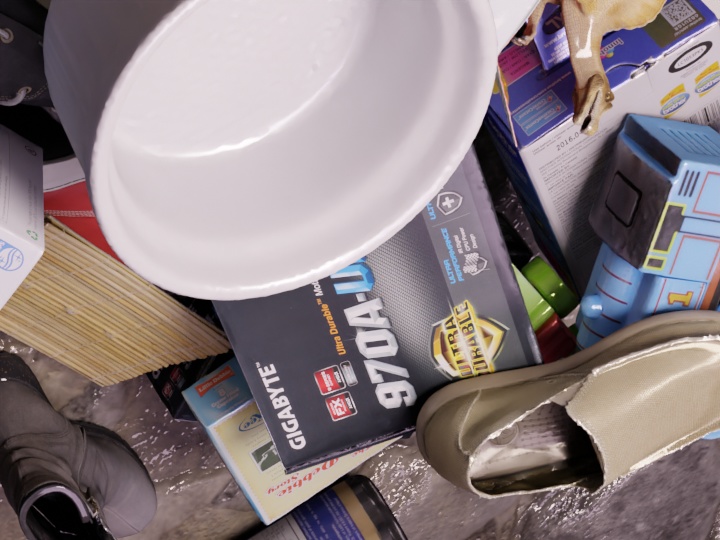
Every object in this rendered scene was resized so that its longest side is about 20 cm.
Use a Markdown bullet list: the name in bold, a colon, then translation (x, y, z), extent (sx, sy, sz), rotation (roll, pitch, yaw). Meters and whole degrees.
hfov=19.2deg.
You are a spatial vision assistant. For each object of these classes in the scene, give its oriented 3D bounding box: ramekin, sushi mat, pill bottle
- **ramekin**: translation (-0.046, -0.094, 0.964), extent (0.199, 0.098, 0.201), rotation (-20, 139, -18)
- **sushi mat**: translation (-0.153, 0.019, 1.149), extent (0.095, 0.012, 0.200), rotation (-14, 154, 22)
- **pill bottle**: translation (-0.055, 0.233, 1.444), extent (0.199, 0.112, 0.112), rotation (-31, 142, -5)

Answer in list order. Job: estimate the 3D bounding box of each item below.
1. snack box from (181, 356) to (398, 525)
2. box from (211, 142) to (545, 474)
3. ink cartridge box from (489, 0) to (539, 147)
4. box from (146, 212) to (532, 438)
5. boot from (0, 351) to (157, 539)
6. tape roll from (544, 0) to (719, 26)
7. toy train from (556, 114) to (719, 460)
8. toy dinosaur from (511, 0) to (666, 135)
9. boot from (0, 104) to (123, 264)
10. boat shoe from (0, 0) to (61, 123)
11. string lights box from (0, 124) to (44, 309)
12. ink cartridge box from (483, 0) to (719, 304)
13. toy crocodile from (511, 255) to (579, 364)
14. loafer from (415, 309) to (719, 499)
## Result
- **snack box**: translation (0.002, 0.059, 1.262), extent (0.199, 0.037, 0.116), rotation (-33, 141, -7)
- **box**: translation (0.000, 0.000, 1.135), extent (0.158, 0.046, 0.201), rotation (-19, 124, 2)
- **ink cartridge box**: translation (0.070, -0.187, 1.059), extent (0.047, 0.161, 0.201), rotation (-13, 140, 3)
- **box**: translation (-0.011, 0.026, 1.300), extent (0.199, 0.046, 0.159), rotation (8, 124, -41)
- **boot**: translation (-0.166, 0.145, 1.254), extent (0.070, 0.132, 0.200), rotation (-39, 142, 5)
- **tape roll**: translation (0.172, -0.211, 1.211), extent (0.202, 0.037, 0.204), rotation (-21, 140, -18)
- **toy train**: translation (0.177, 0.010, 1.199), extent (0.114, 0.087, 0.201), rotation (8, 114, -24)
- **toy dinosaur**: translation (0.132, -0.177, 1.136), extent (0.101, 0.058, 0.201), rotation (22, 93, -26)
- **boot**: translation (-0.178, -0.025, 1.123), extent (0.199, 0.073, 0.145), rotation (-9, 136, -34)
- **boat shoe**: translation (-0.177, -0.108, 1.009), extent (0.200, 0.072, 0.068), rotation (42, 66, -40)
- **string lights box**: translation (-0.240, -0.062, 0.954), extent (0.199, 0.103, 0.059), rotation (31, 111, -23)
- **ink cartridge box**: translation (0.147, -0.088, 1.230), extent (0.136, 0.076, 0.200), rotation (-33, 143, -3)
- **toy crocodile**: translation (0.111, 0.053, 1.263), extent (0.067, 0.062, 0.200), rotation (-40, 141, -3)
- **loafer**: translation (0.131, 0.081, 1.142), extent (0.199, 0.068, 0.076), rotation (-18, 121, 0)
